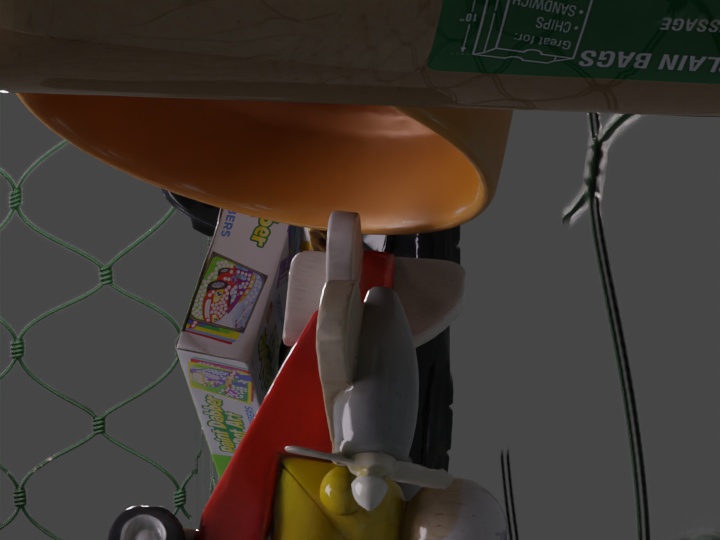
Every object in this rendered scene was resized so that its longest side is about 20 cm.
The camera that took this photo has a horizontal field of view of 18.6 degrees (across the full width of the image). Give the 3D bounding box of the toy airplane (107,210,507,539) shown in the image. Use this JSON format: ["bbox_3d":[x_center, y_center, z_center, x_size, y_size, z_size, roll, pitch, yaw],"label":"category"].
[{"bbox_3d":[0.001,0.079,0.913,0.200,0.141,0.200,-31,-39,-65],"label":"toy airplane"}]

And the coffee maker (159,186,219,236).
[{"bbox_3d":[-0.074,-0.135,1.447,0.200,0.134,0.193,-119,31,-74],"label":"coffee maker"}]

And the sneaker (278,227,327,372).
[{"bbox_3d":[0.000,0.000,1.144,0.090,0.074,0.201,-81,3,-52],"label":"sneaker"}]

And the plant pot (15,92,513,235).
[{"bbox_3d":[-0.023,-0.136,0.896,0.200,0.199,0.184,116,168,-74],"label":"plant pot"}]

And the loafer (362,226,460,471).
[{"bbox_3d":[0.009,0.010,1.027,0.068,0.070,0.202,-119,30,-75],"label":"loafer"}]

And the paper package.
[{"bbox_3d":[0.017,-0.131,0.453,0.104,0.199,0.191,101,168,-53],"label":"paper package"}]

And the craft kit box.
[{"bbox_3d":[-0.045,0.002,1.225,0.200,0.048,0.198,81,-155,-63],"label":"craft kit box"}]
